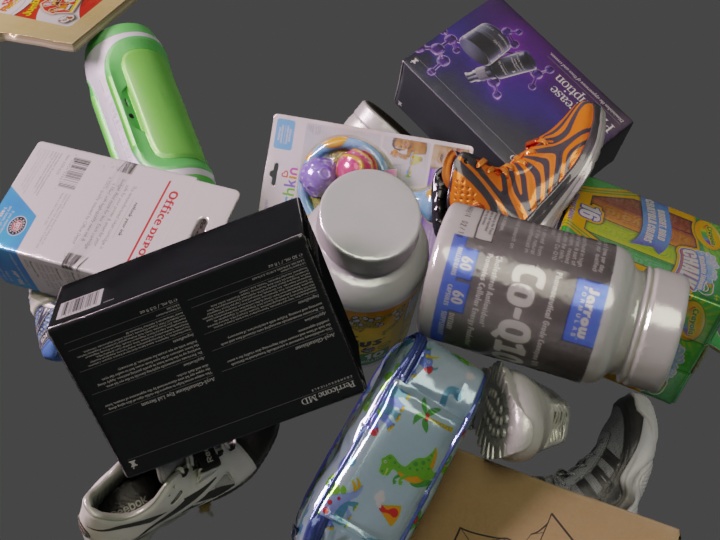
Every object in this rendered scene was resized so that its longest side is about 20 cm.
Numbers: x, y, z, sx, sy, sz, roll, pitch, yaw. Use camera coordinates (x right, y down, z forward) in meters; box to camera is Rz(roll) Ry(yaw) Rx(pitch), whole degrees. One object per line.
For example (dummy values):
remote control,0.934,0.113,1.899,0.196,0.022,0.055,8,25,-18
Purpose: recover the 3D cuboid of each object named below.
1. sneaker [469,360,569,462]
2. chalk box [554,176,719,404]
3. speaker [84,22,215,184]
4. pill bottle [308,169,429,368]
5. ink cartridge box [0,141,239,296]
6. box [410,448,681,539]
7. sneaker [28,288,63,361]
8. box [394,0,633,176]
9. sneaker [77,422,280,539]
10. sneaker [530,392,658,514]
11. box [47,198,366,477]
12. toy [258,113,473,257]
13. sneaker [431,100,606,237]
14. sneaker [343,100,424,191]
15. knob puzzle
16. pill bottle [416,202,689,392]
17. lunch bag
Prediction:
sneaker,0.140,0.120,0.931,0.080,0.200,0.077,16,93,1
chalk box,0.260,0.023,1.005,0.198,0.125,0.125,20,39,5
speaker,-0.205,-0.139,1.079,0.088,0.089,0.202,-18,67,-14
pill bottle,0.000,0.000,0.967,0.111,0.201,0.114,2,64,-5
ink cartridge box,-0.207,-0.029,0.957,0.198,0.067,0.117,15,59,14
box,0.119,0.236,0.840,0.198,0.021,0.165,16,67,30
sneaker,-0.197,0.046,1.004,0.197,0.077,0.086,-6,70,1
box,0.152,-0.162,1.132,0.141,0.079,0.200,-38,73,-18
sneaker,-0.148,0.161,0.939,0.199,0.089,0.074,-37,71,-22
sneaker,0.183,0.182,0.965,0.113,0.076,0.202,22,66,3
box,-0.113,0.052,0.848,0.198,0.142,0.079,-20,24,3
toy,-0.002,-0.076,1.043,0.198,0.047,0.117,11,93,10
sneaker,0.135,-0.090,0.990,0.112,0.078,0.201,35,72,-6
sneaker,0.054,-0.071,1.095,0.200,0.073,0.085,42,102,5
knob puzzle,-0.317,-0.281,1.149,0.217,0.031,0.221,-4,43,4
pill bottle,0.153,0.024,0.895,0.198,0.114,0.115,15,63,9
lunch bag,0.020,0.152,0.902,0.082,0.161,0.201,30,86,1
